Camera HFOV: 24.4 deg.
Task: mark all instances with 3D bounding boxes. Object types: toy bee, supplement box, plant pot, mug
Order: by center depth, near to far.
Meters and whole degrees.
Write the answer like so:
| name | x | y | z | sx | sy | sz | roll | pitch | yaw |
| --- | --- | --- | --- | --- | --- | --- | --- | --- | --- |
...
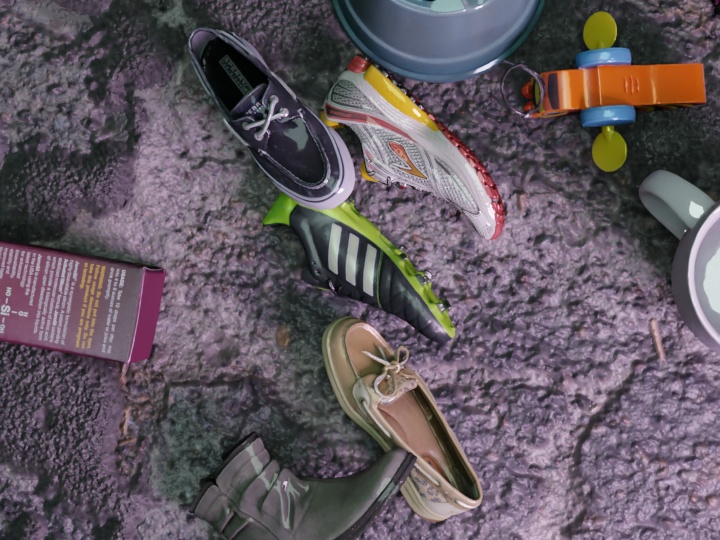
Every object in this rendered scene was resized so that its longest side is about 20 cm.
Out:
| name | x | y | z | sx | sy | sz | roll | pitch | yaw |
| --- | --- | --- | --- | --- | --- | --- | --- | --- | --- |
| mug | 0.314 | -0.011 | 1.391 | 0.200 | 0.175 | 0.148 | 42 | 90 | 3 |
| plant pot | 0.068 | -0.270 | 1.397 | 0.200 | 0.196 | 0.200 | 0 | 88 | 1 |
| supplement box | -0.280 | 0.021 | 1.446 | 0.200 | 0.110 | 0.086 | 10 | 90 | 3 |
| toy bee | 0.193 | -0.163 | 1.448 | 0.200 | 0.109 | 0.131 | 19 | 81 | -22 |

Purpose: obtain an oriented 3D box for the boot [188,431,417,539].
| name | x | y | z | sx | sy | sz | roll | pitch | yaw |
| --- | --- | --- | --- | --- | --- | --- | --- | --- | --- |
| boot | -0.056 | 0.187 | 1.428 | 0.131 | 0.068 | 0.200 | 46 | 116 | 1 |

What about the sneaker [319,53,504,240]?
| name | x | y | z | sx | sy | sz | roll | pitch | yaw |
| --- | --- | --- | --- | --- | --- | --- | --- | --- | --- |
| sneaker | 0.048 | -0.096 | 1.461 | 0.200 | 0.078 | 0.082 | 44 | 98 | 10 |

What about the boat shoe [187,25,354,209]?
| name | x | y | z | sx | sy | sz | roll | pitch | yaw |
| --- | --- | --- | --- | --- | --- | --- | --- | --- | --- |
| boat shoe | -0.082 | -0.135 | 1.436 | 0.072 | 0.068 | 0.200 | -39 | 71 | 10 |

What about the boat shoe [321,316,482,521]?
| name | x | y | z | sx | sy | sz | roll | pitch | yaw |
| --- | --- | --- | --- | --- | --- | --- | --- | --- | --- |
| boat shoe | 0.040 | 0.123 | 1.443 | 0.073 | 0.063 | 0.200 | -37 | 95 | -36 |

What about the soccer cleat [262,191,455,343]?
| name | x | y | z | sx | sy | sz | roll | pitch | yaw |
| --- | --- | --- | --- | --- | --- | --- | --- | --- | --- |
| soccer cleat | 0.000 | 0.000 | 1.464 | 0.200 | 0.068 | 0.081 | 46 | 100 | 9 |

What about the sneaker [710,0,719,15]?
| name | x | y | z | sx | sy | sz | roll | pitch | yaw |
| --- | --- | --- | --- | --- | --- | --- | --- | --- | --- |
| sneaker | 0.336 | -0.263 | 1.446 | 0.084 | 0.077 | 0.200 | -33 | 87 | -3 |
